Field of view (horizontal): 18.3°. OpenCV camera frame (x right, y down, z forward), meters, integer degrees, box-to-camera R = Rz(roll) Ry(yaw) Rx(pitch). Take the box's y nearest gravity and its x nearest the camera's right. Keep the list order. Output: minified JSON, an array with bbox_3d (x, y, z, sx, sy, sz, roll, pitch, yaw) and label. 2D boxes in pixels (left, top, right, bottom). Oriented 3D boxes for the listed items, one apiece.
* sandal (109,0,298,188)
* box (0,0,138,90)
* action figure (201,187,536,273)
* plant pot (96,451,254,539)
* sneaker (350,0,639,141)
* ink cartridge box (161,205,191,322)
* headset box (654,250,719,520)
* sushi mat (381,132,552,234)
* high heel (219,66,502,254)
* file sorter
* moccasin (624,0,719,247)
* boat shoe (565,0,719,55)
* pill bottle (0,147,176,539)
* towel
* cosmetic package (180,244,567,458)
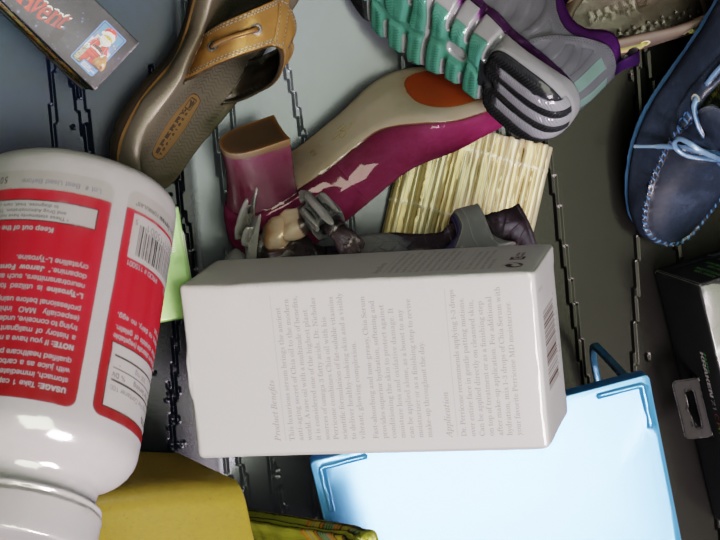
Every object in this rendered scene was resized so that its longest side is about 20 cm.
[{"bbox_3d":[-0.076,-0.127,1.316,0.200,0.055,0.082,-57,146,0],"label":"sandal"},{"bbox_3d":[-0.214,-0.184,1.261,0.200,0.137,0.038,44,87,-11],"label":"box"},{"bbox_3d":[0.000,0.000,1.323,0.200,0.130,0.069,-7,55,-10],"label":"action figure"},{"bbox_3d":[-0.154,0.200,1.289,0.176,0.200,0.200,-14,98,-19],"label":"plant pot"},{"bbox_3d":[0.070,-0.159,1.333,0.088,0.074,0.200,-35,66,-28],"label":"sneaker"},{"bbox_3d":[-0.203,0.007,1.291,0.200,0.117,0.067,-10,96,-10],"label":"ink cartridge box"},{"bbox_3d":[0.296,0.062,1.401,0.200,0.093,0.174,-17,99,-8],"label":"headset box"},{"bbox_3d":[0.054,0.008,1.392,0.096,0.012,0.200,12,93,-12],"label":"sushi mat"},{"bbox_3d":[0.012,-0.062,1.360,0.200,0.067,0.096,-13,127,-6],"label":"high heel"},{"bbox_3d":[0.076,0.135,1.341,0.200,0.123,0.139,-14,105,-4],"label":"file sorter"},{"bbox_3d":[0.218,-0.098,1.356,0.080,0.068,0.200,7,117,-25],"label":"moccasin"},{"bbox_3d":[0.205,-0.181,1.378,0.200,0.060,0.072,-22,99,-8],"label":"boat shoe"},{"bbox_3d":[-0.163,0.047,1.154,0.112,0.112,0.200,12,68,-11],"label":"pill bottle"},{"bbox_3d":[-0.033,0.185,1.301,0.018,0.200,0.086,-20,98,-28],"label":"towel"},{"bbox_3d":[0.008,0.045,1.240,0.200,0.071,0.102,-2,103,14],"label":"cosmetic package"}]
